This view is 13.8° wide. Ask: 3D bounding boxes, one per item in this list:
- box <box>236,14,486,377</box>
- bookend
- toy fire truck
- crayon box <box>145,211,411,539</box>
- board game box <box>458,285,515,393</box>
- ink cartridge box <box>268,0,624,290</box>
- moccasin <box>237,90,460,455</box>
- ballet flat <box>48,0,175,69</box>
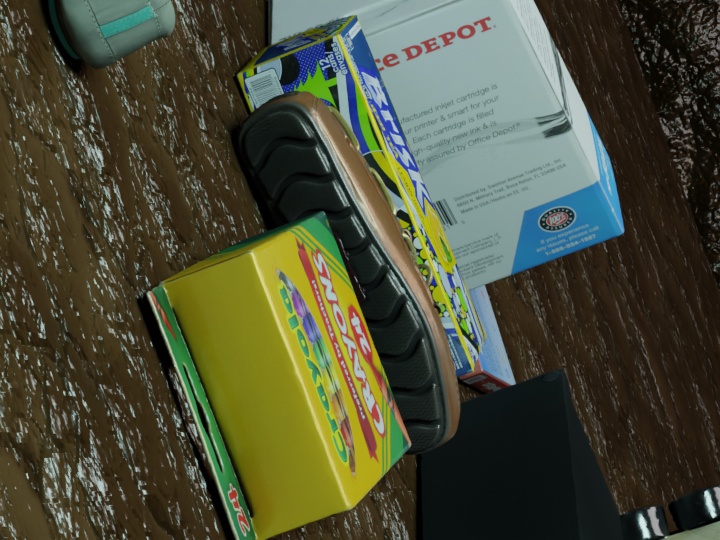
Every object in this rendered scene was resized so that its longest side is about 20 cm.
[{"bbox_3d":[0.002,-0.034,1.639,0.070,0.064,0.201,-60,129,-74],"label":"box"},{"bbox_3d":[0.111,0.196,1.683,0.200,0.092,0.199,-90,158,-61],"label":"bookend"},{"bbox_3d":[0.264,0.231,2.140,0.200,0.175,0.129,81,-9,-77],"label":"toy fire truck"},{"bbox_3d":[-0.035,0.049,1.383,0.200,0.051,0.127,-37,107,-77],"label":"crayon box"},{"bbox_3d":[0.054,-0.019,1.946,0.103,0.019,0.201,33,38,-72],"label":"board game box"},{"bbox_3d":[0.050,-0.091,1.745,0.084,0.145,0.200,-92,159,-51],"label":"ink cartridge box"},{"bbox_3d":[-0.001,0.001,1.572,0.202,0.074,0.078,61,22,2],"label":"moccasin"},{"bbox_3d":[-0.106,-0.164,1.379,0.200,0.063,0.068,-95,160,-52],"label":"ballet flat"}]
